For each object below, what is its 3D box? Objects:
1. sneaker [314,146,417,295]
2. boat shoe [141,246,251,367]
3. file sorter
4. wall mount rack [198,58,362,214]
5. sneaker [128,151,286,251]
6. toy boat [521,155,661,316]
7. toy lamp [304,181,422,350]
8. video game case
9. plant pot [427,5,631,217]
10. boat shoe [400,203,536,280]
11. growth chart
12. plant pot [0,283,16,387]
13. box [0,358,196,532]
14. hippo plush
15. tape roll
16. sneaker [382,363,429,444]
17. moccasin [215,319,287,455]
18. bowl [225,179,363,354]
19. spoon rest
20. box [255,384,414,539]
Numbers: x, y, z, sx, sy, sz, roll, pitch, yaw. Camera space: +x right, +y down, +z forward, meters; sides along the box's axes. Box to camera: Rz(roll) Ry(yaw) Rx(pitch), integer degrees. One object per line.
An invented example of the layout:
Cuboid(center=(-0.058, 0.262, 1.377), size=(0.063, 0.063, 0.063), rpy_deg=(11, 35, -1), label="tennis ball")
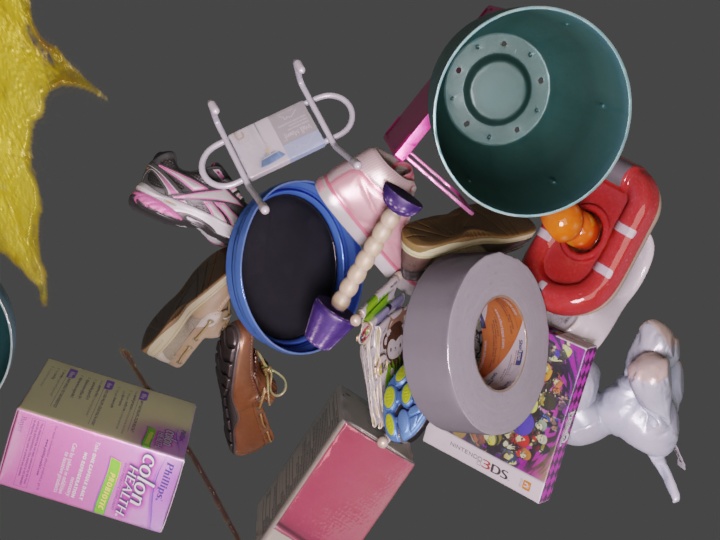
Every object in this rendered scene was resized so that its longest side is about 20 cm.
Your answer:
Cuboid(center=(0.042, -0.062, 1.398), size=(0.104, 0.076, 0.201), rpy_deg=(-37, 121, 7), label="sneaker")
Cuboid(center=(-0.185, 0.046, 1.419), size=(0.065, 0.073, 0.200), rpy_deg=(34, 121, -22), label="boat shoe")
Cuboid(center=(0.140, -0.182, 1.361), size=(0.125, 0.139, 0.201), rpy_deg=(38, 99, -13), label="file sorter")
Cuboid(center=(-0.087, -0.142, 1.346), size=(0.197, 0.075, 0.175), rpy_deg=(-26, 66, -8), label="wall mount rack")
Cuboid(center=(-0.168, -0.081, 1.402), size=(0.197, 0.080, 0.088), rpy_deg=(23, 80, -19), label="sneaker")
Cuboid(center=(0.254, -0.047, 1.387), size=(0.130, 0.130, 0.202), rpy_deg=(18, 102, -47), label="toy boat")
Cuboid(center=(0.000, 0.000, 1.341), size=(0.058, 0.058, 0.202), rpy_deg=(29, 105, -10), label="toy lamp")
Cuboid(center=(0.178, 0.153, 1.446), size=(0.180, 0.036, 0.203), rpy_deg=(24, 106, 33), label="video game case")
Cuboid(center=(0.157, -0.174, 1.210), size=(0.196, 0.161, 0.204), rpy_deg=(-2, 108, -6), label="plant pot")
Cuboid(center=(0.124, -0.032, 1.410), size=(0.197, 0.073, 0.066), rpy_deg=(-8, 130, -33), label="boat shoe")
Cuboid(center=(0.037, 0.103, 1.390), size=(0.017, 0.145, 0.203), rpy_deg=(5, 122, 28), label="growth chart")
Cuboid(center=(-0.491, 0.062, 1.386), size=(0.196, 0.135, 0.204), rpy_deg=(-1, 104, -3), label="plant pot")
Cuboid(center=(-0.308, 0.204, 1.411), size=(0.197, 0.176, 0.098), rpy_deg=(18, 102, -8), label="box")
Cuboid(center=(0.316, 0.158, 1.474), size=(0.158, 0.159, 0.203), rpy_deg=(-3, 112, 22), label="hippo plush")
Cuboid(center=(0.133, 0.081, 1.328), size=(0.065, 0.199, 0.204), rpy_deg=(0, 110, 42), label="tape roll")
Cuboid(center=(0.086, 0.125, 1.390), size=(0.070, 0.201, 0.083), rpy_deg=(-3, 131, 31), label="sneaker")
Cuboid(center=(-0.132, 0.142, 1.436), size=(0.076, 0.074, 0.204), rpy_deg=(-13, 125, -14), label="moccasin")
Cuboid(center=(-0.077, -0.004, 1.384), size=(0.199, 0.039, 0.205), rpy_deg=(0, 91, -46), label="bowl")
Cuboid(center=(0.291, 0.037, 1.456), size=(0.200, 0.099, 0.061), rpy_deg=(-48, 129, -2), label="spoon rest")
Cuboid(center=(-0.034, 0.268, 1.467), size=(0.108, 0.128, 0.202), rpy_deg=(32, 101, -11), label="box")
